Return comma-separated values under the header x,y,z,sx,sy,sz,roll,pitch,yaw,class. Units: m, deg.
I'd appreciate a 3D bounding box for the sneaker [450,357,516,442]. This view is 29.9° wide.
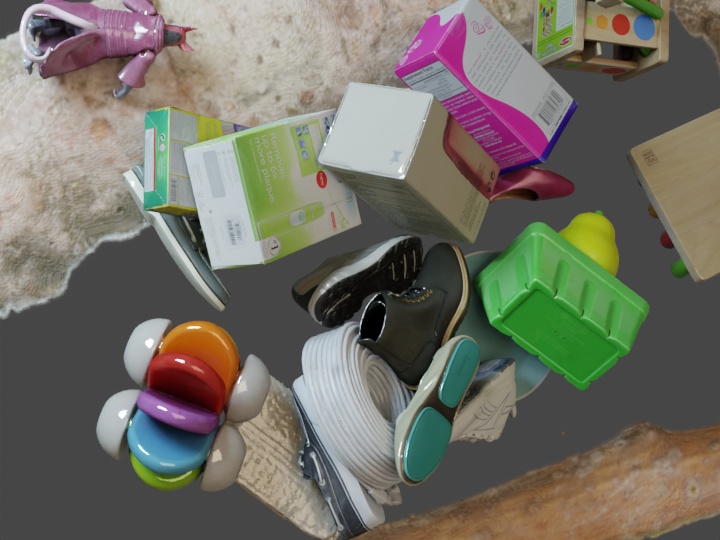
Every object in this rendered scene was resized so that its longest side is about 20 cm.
x,y,z,sx,sy,sz,roll,pitch,yaw,class
0.142,0.178,1.661,0.199,0.074,0.088,-29,107,-46,sneaker

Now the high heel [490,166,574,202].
x,y,z,sx,sy,sz,roll,pitch,yaw,class
0.181,-0.085,1.750,0.197,0.067,0.097,4,75,-4,high heel

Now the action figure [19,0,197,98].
x,y,z,sx,sy,sz,roll,pitch,yaw,class
-0.288,-0.282,1.565,0.197,0.149,0.136,-2,81,-5,action figure

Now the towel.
x,y,z,sx,sy,sz,roll,pitch,yaw,class
-0.079,0.232,1.657,0.199,0.034,0.133,39,74,-12,towel

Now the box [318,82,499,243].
x,y,z,sx,sy,sz,roll,pitch,yaw,class
0.063,-0.127,1.623,0.200,0.127,0.110,38,70,-54,box

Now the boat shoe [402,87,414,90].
x,y,z,sx,sy,sz,roll,pitch,yaw,class
0.082,-0.200,1.721,0.198,0.071,0.070,-18,90,-21,boat shoe

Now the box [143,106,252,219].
x,y,z,sx,sy,sz,roll,pitch,yaw,class
-0.171,-0.118,1.602,0.199,0.048,0.119,9,79,-50,box

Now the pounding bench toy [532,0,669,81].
x,y,z,sx,sy,sz,roll,pitch,yaw,class
0.336,-0.332,1.751,0.154,0.200,0.126,5,85,-18,pounding bench toy

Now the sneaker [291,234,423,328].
x,y,z,sx,sy,sz,roll,pitch,yaw,class
0.000,0.000,1.679,0.199,0.079,0.075,-25,125,-35,sneaker

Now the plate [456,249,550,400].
x,y,z,sx,sy,sz,roll,pitch,yaw,class
0.168,0.075,1.758,0.198,0.026,0.203,1,86,-20,plate

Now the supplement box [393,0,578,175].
x,y,z,sx,sy,sz,roll,pitch,yaw,class
0.155,-0.227,1.671,0.200,0.103,0.102,43,65,-20,supplement box

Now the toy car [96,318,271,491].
x,y,z,sx,sy,sz,roll,pitch,yaw,class
-0.203,0.152,1.543,0.173,0.150,0.202,21,80,-1,toy car

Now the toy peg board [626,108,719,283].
x,y,z,sx,sy,sz,roll,pitch,yaw,class
0.476,-0.097,1.854,0.198,0.098,0.201,-24,79,-20,toy peg board

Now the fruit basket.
x,y,z,sx,sy,sz,roll,pitch,yaw,class
0.265,0.020,1.730,0.214,0.156,0.217,29,35,-23,fruit basket

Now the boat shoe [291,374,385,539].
x,y,z,sx,sy,sz,roll,pitch,yaw,class
-0.043,0.226,1.619,0.067,0.072,0.202,-28,89,11,boat shoe

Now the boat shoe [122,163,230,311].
x,y,z,sx,sy,sz,roll,pitch,yaw,class
-0.206,-0.046,1.611,0.061,0.073,0.201,-34,93,-14,boat shoe

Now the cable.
x,y,z,sx,sy,sz,roll,pitch,yaw,class
0.008,0.159,1.612,0.200,0.069,0.202,44,29,-40,cable

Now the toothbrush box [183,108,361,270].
x,y,z,sx,sy,sz,roll,pitch,yaw,class
-0.100,-0.098,1.587,0.199,0.085,0.148,-24,104,-53,toothbrush box

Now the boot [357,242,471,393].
x,y,z,sx,sy,sz,roll,pitch,yaw,class
0.064,0.032,1.639,0.138,0.077,0.202,39,50,-42,boot

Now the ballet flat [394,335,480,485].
x,y,z,sx,sy,sz,roll,pitch,yaw,class
0.080,0.163,1.571,0.069,0.069,0.201,39,60,-13,ballet flat
